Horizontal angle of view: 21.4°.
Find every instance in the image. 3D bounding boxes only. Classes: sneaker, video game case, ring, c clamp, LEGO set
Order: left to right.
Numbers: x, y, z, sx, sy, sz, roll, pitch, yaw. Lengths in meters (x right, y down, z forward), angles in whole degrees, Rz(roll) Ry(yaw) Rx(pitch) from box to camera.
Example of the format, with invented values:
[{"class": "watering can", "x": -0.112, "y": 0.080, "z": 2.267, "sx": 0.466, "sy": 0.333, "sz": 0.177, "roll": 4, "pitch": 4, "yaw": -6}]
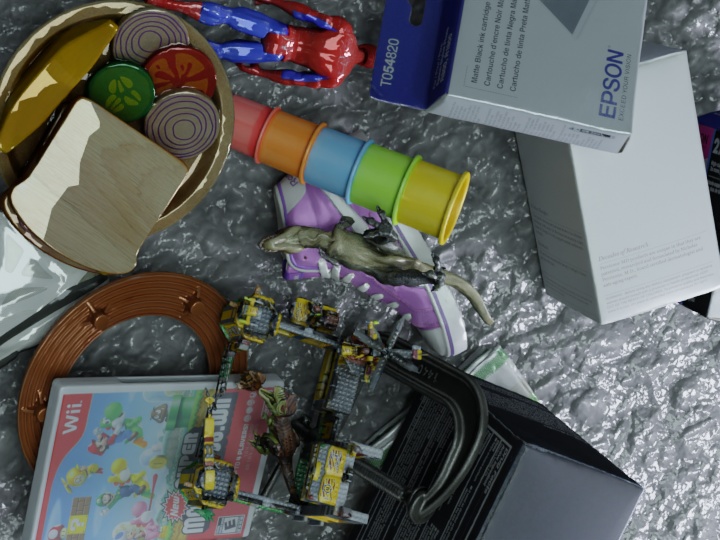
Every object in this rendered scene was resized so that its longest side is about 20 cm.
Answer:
[{"class": "sneaker", "x": -0.293, "y": 0.017, "z": 1.445, "sx": 0.200, "sy": 0.076, "sz": 0.116, "roll": -29, "pitch": 101, "yaw": -18}, {"class": "ring", "x": -0.172, "y": 0.096, "z": 1.486, "sx": 0.200, "sy": 0.019, "sz": 0.201, "roll": -17, "pitch": 123, "yaw": -28}, {"class": "video game case", "x": -0.161, "y": 0.150, "z": 1.497, "sx": 0.199, "sy": 0.017, "sz": 0.144, "roll": 1, "pitch": 112, "yaw": -35}, {"class": "LEGO set", "x": -0.047, "y": 0.108, "z": 1.449, "sx": 0.153, "sy": 0.116, "sz": 0.201, "roll": 26, "pitch": 74, "yaw": -19}, {"class": "sneaker", "x": 0.000, "y": 0.000, "z": 1.534, "sx": 0.114, "sy": 0.073, "sz": 0.201, "roll": -32, "pitch": 99, "yaw": -6}, {"class": "c clamp", "x": 0.016, "y": 0.138, "z": 1.508, "sx": 0.027, "sy": 0.200, "sz": 0.171, "roll": 25, "pitch": 85, "yaw": -44}]

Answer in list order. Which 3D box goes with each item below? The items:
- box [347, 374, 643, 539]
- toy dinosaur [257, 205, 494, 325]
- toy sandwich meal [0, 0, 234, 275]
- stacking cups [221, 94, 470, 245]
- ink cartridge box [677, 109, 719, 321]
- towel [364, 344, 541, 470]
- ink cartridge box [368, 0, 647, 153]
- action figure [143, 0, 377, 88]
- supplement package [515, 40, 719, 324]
[{"class": "box", "x": 0.097, "y": 0.208, "z": 1.512, "sx": 0.123, "sy": 0.198, "sz": 0.201, "roll": 22, "pitch": 98, "yaw": -22}, {"class": "toy dinosaur", "x": 0.025, "y": -0.007, "z": 1.460, "sx": 0.199, "sy": 0.088, "sz": 0.048, "roll": 21, "pitch": 75, "yaw": -10}, {"class": "toy sandwich meal", "x": -0.182, "y": -0.098, "z": 1.403, "sx": 0.204, "sy": 0.070, "sz": 0.206, "roll": -7, "pitch": 110, "yaw": -18}, {"class": "stacking cups", "x": -0.019, "y": -0.081, "z": 1.460, "sx": 0.199, "sy": 0.061, "sz": 0.061, "roll": 21, "pitch": 96, "yaw": 7}, {"class": "ink cartridge box", "x": 0.301, "y": -0.064, "z": 1.600, "sx": 0.037, "sy": 0.095, "sz": 0.201, "roll": 9, "pitch": 99, "yaw": -19}, {"class": "towel", "x": 0.109, "y": 0.177, "z": 1.632, "sx": 0.149, "sy": 0.031, "sz": 0.200, "roll": -38, "pitch": 113, "yaw": -4}, {"class": "ink cartridge box", "x": 0.119, "y": -0.201, "z": 1.460, "sx": 0.199, "sy": 0.041, "sz": 0.200, "roll": 11, "pitch": 66, "yaw": -3}, {"class": "action figure", "x": -0.075, "y": -0.180, "z": 1.475, "sx": 0.199, "sy": 0.052, "sz": 0.066, "roll": 8, "pitch": 103, "yaw": -19}, {"class": "supplement package", "x": 0.206, "y": -0.076, "z": 1.555, "sx": 0.117, "sy": 0.117, "sz": 0.201, "roll": -16, "pitch": 107, "yaw": -14}]
